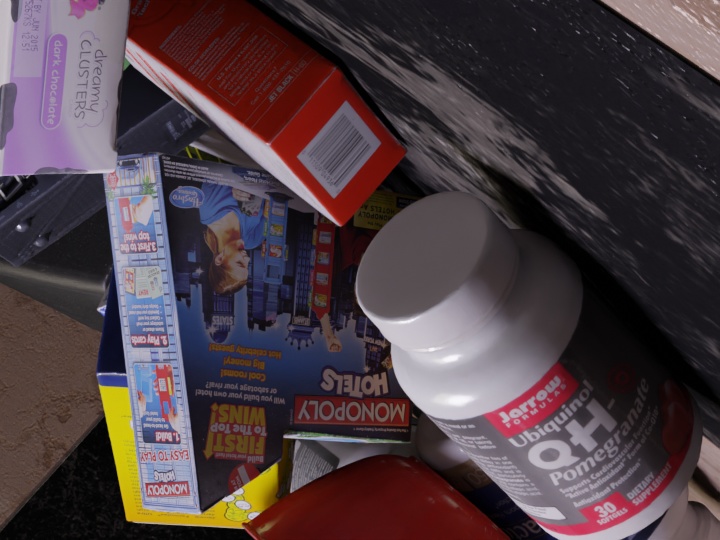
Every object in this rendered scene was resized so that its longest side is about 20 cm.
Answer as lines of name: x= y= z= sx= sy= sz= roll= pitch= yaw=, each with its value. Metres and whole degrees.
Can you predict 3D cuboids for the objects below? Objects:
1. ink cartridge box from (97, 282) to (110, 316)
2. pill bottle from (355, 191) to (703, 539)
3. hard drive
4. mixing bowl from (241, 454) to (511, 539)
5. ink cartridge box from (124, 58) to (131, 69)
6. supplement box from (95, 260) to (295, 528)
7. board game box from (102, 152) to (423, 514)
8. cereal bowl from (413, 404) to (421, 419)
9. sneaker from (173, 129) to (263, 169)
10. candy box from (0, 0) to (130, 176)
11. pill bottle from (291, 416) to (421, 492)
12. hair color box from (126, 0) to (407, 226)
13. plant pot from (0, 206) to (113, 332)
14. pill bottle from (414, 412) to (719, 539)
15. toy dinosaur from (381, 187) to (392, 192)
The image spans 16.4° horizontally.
ink cartridge box: x=-0.106 y=-0.022 z=1.768 sx=0.044 sy=0.200 sz=0.094 roll=-21 pitch=124 yaw=41
pill bottle: x=0.085 y=0.048 z=1.299 sx=0.200 sy=0.111 sz=0.111 roll=45 pitch=174 yaw=-37
hard drive: x=-0.159 y=-0.081 z=1.596 sx=0.042 sy=0.200 sz=0.135 roll=54 pitch=178 yaw=8
mixing bowl: x=0.033 y=0.190 z=1.600 sx=0.200 sy=0.108 sz=0.200 roll=41 pitch=174 yaw=6
ink cartridge box: x=-0.225 y=-0.185 z=1.491 sx=0.200 sy=0.145 sz=0.084 roll=45 pitch=174 yaw=-32
supplement box: x=-0.100 y=0.074 z=1.614 sx=0.109 sy=0.109 sz=0.200 roll=4 pitch=148 yaw=3
board game box: x=-0.061 y=0.044 z=1.459 sx=0.200 sy=0.200 sz=0.062 roll=9 pitch=174 yaw=-38
cereal bowl: x=0.076 y=0.079 z=1.808 sx=0.200 sy=0.083 sz=0.200 roll=41 pitch=174 yaw=5
sneaker: x=-0.108 y=-0.051 z=1.689 sx=0.200 sy=0.085 sz=0.074 roll=11 pitch=165 yaw=0
candy box: x=-0.194 y=-0.160 z=1.342 sx=0.071 sy=0.168 sz=0.200 roll=-4 pitch=-158 yaw=-31
pill bottle: x=0.020 y=0.160 z=1.794 sx=0.114 sy=0.114 sz=0.200 roll=43 pitch=175 yaw=-17
hair color box: x=-0.074 y=-0.115 z=1.413 sx=0.200 sy=0.061 sz=0.102 roll=37 pitch=174 yaw=36
plant pot: x=-0.172 y=-0.048 z=1.913 sx=0.177 sy=0.200 sz=0.200 roll=24 pitch=176 yaw=46
pill bottle: x=0.141 y=0.139 z=1.625 sx=0.200 sy=0.116 sz=0.116 roll=43 pitch=175 yaw=-17
toy dinosaur: x=0.000 y=0.000 z=1.650 sx=0.200 sy=0.086 sz=0.136 roll=51 pitch=176 yaw=-2
